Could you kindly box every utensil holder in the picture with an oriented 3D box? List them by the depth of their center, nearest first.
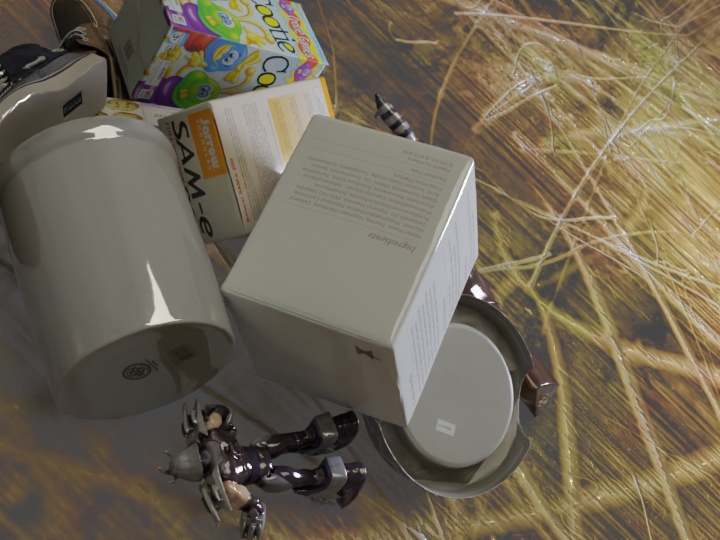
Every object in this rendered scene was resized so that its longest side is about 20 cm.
[{"bbox_3d":[-0.211,0.001,0.898,0.168,0.170,0.203,2,55,-42],"label":"utensil holder"}]

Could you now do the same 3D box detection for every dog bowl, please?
[{"bbox_3d":[0.088,0.128,1.075,0.196,0.058,0.205,5,79,-26],"label":"dog bowl"}]

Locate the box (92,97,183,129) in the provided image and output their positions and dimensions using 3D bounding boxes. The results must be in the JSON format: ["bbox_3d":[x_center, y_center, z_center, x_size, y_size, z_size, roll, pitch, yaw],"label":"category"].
[{"bbox_3d":[-0.243,-0.148,1.071,0.196,0.039,0.042,9,41,-2],"label":"box"}]

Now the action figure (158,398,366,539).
[{"bbox_3d":[-0.087,0.173,0.928,0.197,0.069,0.132,5,56,-36],"label":"action figure"}]

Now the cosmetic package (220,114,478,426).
[{"bbox_3d":[0.000,0.000,0.965,0.164,0.168,0.202,17,62,17],"label":"cosmetic package"}]

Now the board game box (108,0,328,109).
[{"bbox_3d":[-0.152,-0.239,1.134,0.197,0.103,0.106,5,48,-40],"label":"board game box"}]

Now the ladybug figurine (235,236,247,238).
[{"bbox_3d":[-0.140,-0.090,1.147,0.136,0.072,0.199,51,36,14],"label":"ladybug figurine"}]

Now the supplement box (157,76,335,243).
[{"bbox_3d":[-0.099,-0.113,1.048,0.199,0.072,0.129,-27,104,-56],"label":"supplement box"}]

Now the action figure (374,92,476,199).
[{"bbox_3d":[0.068,-0.132,1.372,0.192,0.105,0.200,35,32,8],"label":"action figure"}]

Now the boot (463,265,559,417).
[{"bbox_3d":[0.156,0.076,1.236,0.202,0.064,0.186,60,18,18],"label":"boot"}]

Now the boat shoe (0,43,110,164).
[{"bbox_3d":[-0.319,-0.157,0.983,0.091,0.076,0.200,14,29,11],"label":"boat shoe"}]

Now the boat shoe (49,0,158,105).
[{"bbox_3d":[-0.289,-0.232,1.142,0.201,0.072,0.072,55,22,17],"label":"boat shoe"}]
